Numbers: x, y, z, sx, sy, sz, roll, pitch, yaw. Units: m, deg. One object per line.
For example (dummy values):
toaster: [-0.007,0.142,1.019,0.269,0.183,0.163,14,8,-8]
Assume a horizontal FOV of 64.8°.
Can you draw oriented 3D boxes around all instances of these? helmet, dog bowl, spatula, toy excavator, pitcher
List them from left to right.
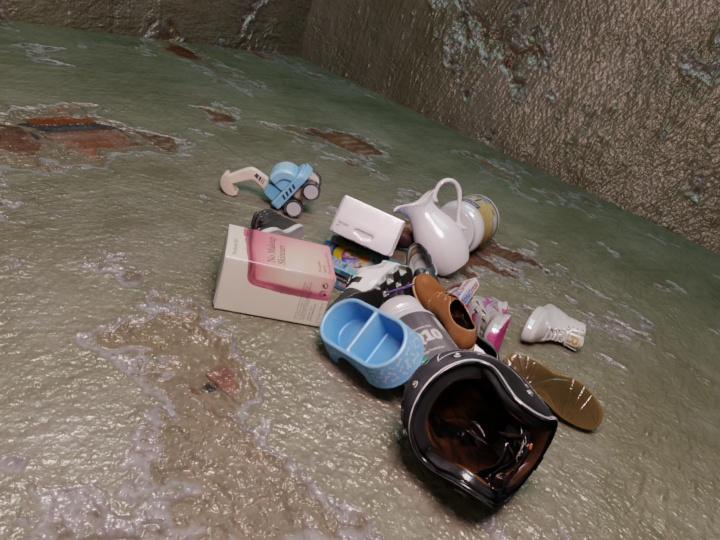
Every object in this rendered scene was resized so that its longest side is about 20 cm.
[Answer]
toy excavator: [-0.221,-0.221,1.420,0.200,0.194,0.100,42,20,-19]
dog bowl: [0.011,0.111,0.925,0.199,0.112,0.050,24,-22,43]
spatula: [0.081,0.056,1.089,0.056,0.200,0.021,-17,68,2]
pitcher: [0.200,-0.105,1.376,0.201,0.171,0.121,58,5,-8]
helmet: [0.153,0.205,0.789,0.199,0.202,0.190,-11,36,-46]

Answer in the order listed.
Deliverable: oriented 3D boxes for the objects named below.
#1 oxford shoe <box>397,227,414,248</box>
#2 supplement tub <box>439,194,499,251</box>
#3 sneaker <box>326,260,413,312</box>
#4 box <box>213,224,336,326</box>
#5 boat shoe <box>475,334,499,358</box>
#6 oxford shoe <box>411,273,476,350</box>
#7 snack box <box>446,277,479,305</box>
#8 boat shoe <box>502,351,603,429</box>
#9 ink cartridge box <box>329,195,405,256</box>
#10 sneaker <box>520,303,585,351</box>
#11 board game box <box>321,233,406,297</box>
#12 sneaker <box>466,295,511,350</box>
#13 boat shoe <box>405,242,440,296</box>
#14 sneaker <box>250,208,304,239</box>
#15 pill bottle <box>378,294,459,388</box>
oxford shoe: [0.045,-0.080,1.414,0.198,0.072,0.073,12,47,-6]
supplement tub: [0.289,-0.127,1.566,0.144,0.146,0.199,30,28,21]
sneaker: [0.003,0.042,1.103,0.199,0.075,0.088,-29,37,-30]
box: [-0.157,0.009,1.035,0.198,0.110,0.128,12,27,-17]
boat shoe: [0.174,0.125,1.075,0.199,0.070,0.066,34,-13,14]
oxford shoe: [0.158,0.062,1.043,0.071,0.072,0.201,-11,43,-23]
snack box: [0.200,0.066,1.226,0.025,0.071,0.200,66,29,-7]
boat shoe: [0.348,0.216,1.041,0.199,0.073,0.065,37,-7,8]
ink cartridge box: [0.019,-0.095,1.268,0.143,0.085,0.200,23,3,1]
sneaker: [0.438,0.133,1.257,0.115,0.074,0.199,32,27,29]
board game box: [0.000,0.000,1.233,0.198,0.047,0.151,22,26,5]
sneaker: [0.257,0.106,1.180,0.087,0.082,0.200,19,13,7]
boat shoe: [0.129,0.018,1.199,0.075,0.061,0.201,-24,35,8]
sneaker: [-0.209,-0.081,1.222,0.098,0.071,0.200,25,21,15]
pill bottle: [0.102,0.137,0.969,0.112,0.114,0.200,5,29,-27]
